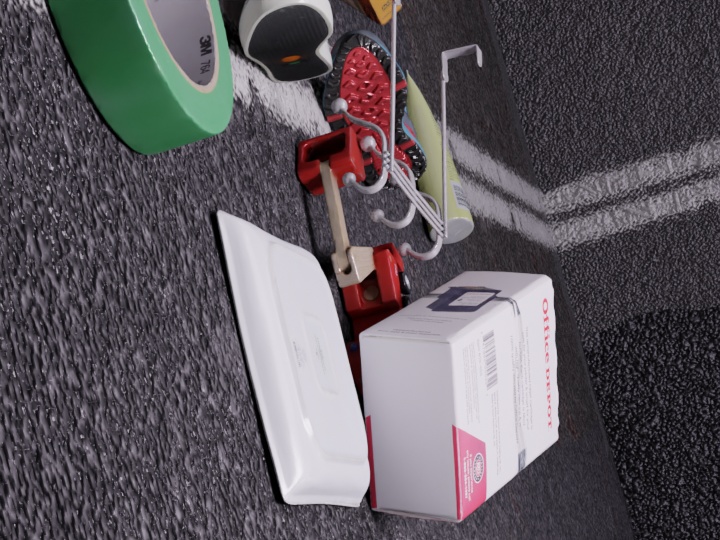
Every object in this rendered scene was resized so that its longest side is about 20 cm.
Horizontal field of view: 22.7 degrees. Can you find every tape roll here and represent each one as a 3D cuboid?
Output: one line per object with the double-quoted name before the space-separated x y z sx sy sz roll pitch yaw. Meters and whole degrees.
"tape roll" -0.136 -0.172 1.086 0.200 0.048 0.202 -16 90 -77

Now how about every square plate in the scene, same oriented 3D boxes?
"square plate" -0.039 0.065 1.261 0.198 0.028 0.202 29 46 -74

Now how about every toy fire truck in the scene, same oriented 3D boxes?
"toy fire truck" 0.000 0.000 1.471 0.141 0.048 0.201 57 21 -52

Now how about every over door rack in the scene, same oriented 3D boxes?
"over door rack" 0.036 -0.128 1.478 0.148 0.066 0.201 47 51 -59

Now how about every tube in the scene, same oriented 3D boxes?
"tube" 0.080 -0.125 2.016 0.052 0.058 0.201 7 55 -30

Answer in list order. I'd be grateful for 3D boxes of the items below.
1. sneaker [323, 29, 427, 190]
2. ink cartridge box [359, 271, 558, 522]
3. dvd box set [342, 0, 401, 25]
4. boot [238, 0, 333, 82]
"sneaker" 0.002 -0.162 1.675 0.200 0.079 0.096 71 -1 -54
"ink cartridge box" 0.083 0.094 1.433 0.200 0.084 0.146 -27 117 -58
"dvd box set" -0.049 -0.302 1.500 0.146 0.029 0.200 37 -11 33
"boot" -0.066 -0.237 1.395 0.200 0.072 0.145 76 3 -84
